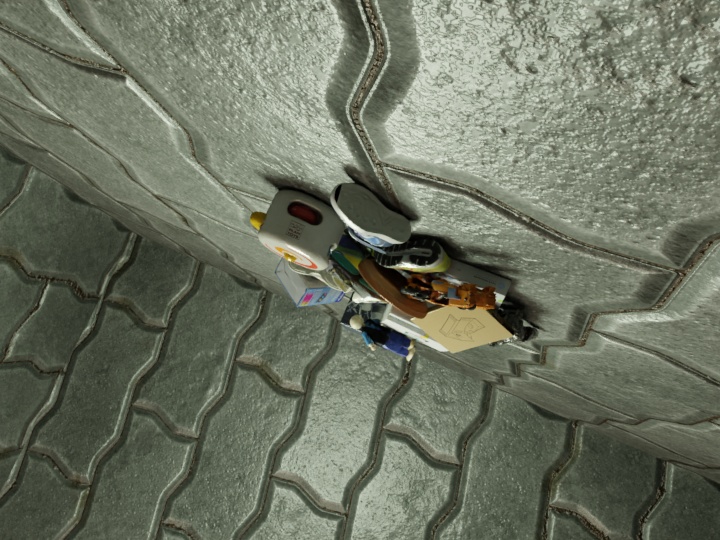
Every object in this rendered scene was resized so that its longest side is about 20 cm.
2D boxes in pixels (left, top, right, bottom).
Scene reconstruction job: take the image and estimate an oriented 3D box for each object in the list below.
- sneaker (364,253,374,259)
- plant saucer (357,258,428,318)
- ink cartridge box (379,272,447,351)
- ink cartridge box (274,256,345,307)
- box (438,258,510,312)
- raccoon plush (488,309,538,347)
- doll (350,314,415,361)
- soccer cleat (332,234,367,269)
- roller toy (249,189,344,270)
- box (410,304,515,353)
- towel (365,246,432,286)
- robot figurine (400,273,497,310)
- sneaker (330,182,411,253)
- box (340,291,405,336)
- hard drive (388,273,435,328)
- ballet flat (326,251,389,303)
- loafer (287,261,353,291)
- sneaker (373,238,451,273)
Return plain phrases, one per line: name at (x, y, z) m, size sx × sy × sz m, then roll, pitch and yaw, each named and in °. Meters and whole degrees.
sneaker at (0.007, -0.026, 1.503) m, size 0.199 × 0.068 × 0.089 m, roll 34°, pitch 152°, yaw -28°
plant saucer at (0.081, 0.036, 1.322) m, size 0.199 × 0.032 × 0.201 m, roll 35°, pitch -166°, yaw -10°
ink cartridge box at (0.176, 0.114, 1.547) m, size 0.198 × 0.149 × 0.146 m, roll 24°, pitch 169°, yaw -1°
ink cartridge box at (-0.120, 0.021, 1.574) m, size 0.198 × 0.077 × 0.137 m, roll -5°, pitch -131°, yaw -46°
box at (0.259, 0.038, 1.308) m, size 0.154 × 0.042 × 0.200 m, roll 22°, pitch 167°, yaw 12°
raccoon plush at (0.404, 0.135, 1.414) m, size 0.197 × 0.099 × 0.134 m, roll -4°, pitch 173°, yaw -27°
doll at (0.060, 0.182, 1.600) m, size 0.198 × 0.049 × 0.137 m, roll 25°, pitch -147°, yaw -5°
soccer cleat at (-0.001, 0.000, 1.426) m, size 0.201 × 0.084 × 0.065 m, roll 49°, pitch 162°, yaw -11°
roller toy at (-0.140, -0.088, 1.305) m, size 0.181 × 0.141 × 0.199 m, roll 12°, pitch 163°, yaw 45°
box at (0.244, 0.131, 1.354) m, size 0.163 × 0.021 × 0.199 m, roll 40°, pitch 140°, yaw -23°
towel at (0.101, -0.005, 1.369) m, size 0.198 × 0.023 × 0.144 m, roll 30°, pitch -175°, yaw -13°
robot figurine at (0.183, 0.046, 1.205) m, size 0.144 × 0.059 × 0.198 m, roll 9°, pitch -179°, yaw -44°
sneaker at (-0.009, -0.102, 1.117) m, size 0.198 × 0.082 × 0.146 m, roll 25°, pitch 166°, yaw -33°
box at (0.066, 0.122, 1.723) m, size 0.197 × 0.184 × 0.104 m, roll 21°, pitch 169°, yaw 11°
hard drive at (0.188, 0.093, 1.463) m, size 0.198 × 0.134 × 0.027 m, roll 24°, pitch 169°, yaw -3°
ballet flat at (-0.009, 0.034, 1.340) m, size 0.200 × 0.072 × 0.072 m, roll 38°, pitch 176°, yaw 25°
loafer at (-0.091, -0.004, 1.474) m, size 0.197 × 0.073 × 0.063 m, roll 20°, pitch -172°, yaw 2°
sneaker at (0.112, -0.028, 1.228) m, size 0.198 × 0.079 × 0.090 m, roll 15°, pitch 173°, yaw 45°
